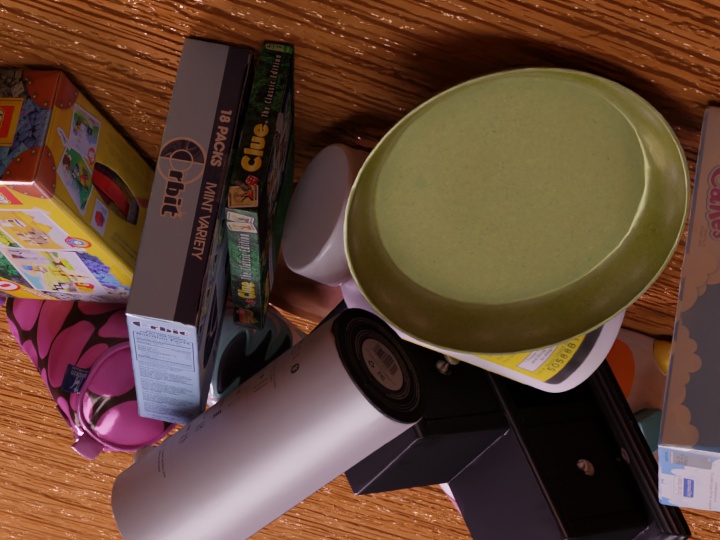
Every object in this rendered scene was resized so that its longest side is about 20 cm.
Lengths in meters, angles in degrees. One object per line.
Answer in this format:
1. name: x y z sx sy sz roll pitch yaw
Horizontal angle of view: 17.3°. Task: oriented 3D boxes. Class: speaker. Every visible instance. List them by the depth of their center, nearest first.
1. speaker: -0.058 0.106 1.423 0.200 0.082 0.081 -37 136 27

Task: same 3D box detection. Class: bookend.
1. bookend: 0.079 0.115 1.526 0.199 0.200 0.092 -3 149 -41

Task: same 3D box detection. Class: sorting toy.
1. sorting toy: 0.192 0.155 1.715 0.106 0.181 0.200 3 159 20

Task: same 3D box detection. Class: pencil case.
1. pencil case: -0.187 0.053 1.632 0.090 0.094 0.200 32 -174 -28

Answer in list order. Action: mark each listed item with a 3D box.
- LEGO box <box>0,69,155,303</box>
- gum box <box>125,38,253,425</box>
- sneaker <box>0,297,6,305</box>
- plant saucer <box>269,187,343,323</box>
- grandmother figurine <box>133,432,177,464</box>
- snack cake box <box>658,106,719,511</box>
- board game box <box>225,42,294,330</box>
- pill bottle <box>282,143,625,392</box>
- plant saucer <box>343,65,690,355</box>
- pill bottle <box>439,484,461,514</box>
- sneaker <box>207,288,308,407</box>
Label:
1. LEGO box: -0.220 -0.052 1.516 0.148 0.078 0.200 3 159 21
2. gum box: -0.100 -0.017 1.413 0.044 0.171 0.200 11 161 0
3. sneaker: -0.344 0.034 1.796 0.199 0.089 0.080 -7 152 38
4. plant saucer: 0.000 0.000 1.605 0.198 0.038 0.200 9 161 3
5. grandmother figurine: -0.068 0.107 1.573 0.199 0.061 0.121 -22 167 -39
6. snack cake box: 0.210 0.024 1.321 0.067 0.201 0.115 7 160 11
7. board game box: -0.058 -0.046 1.411 0.023 0.106 0.200 8 159 1
8. pill bottle: 0.057 -0.005 1.450 0.199 0.112 0.111 20 158 -25
9. plant saucer: 0.086 -0.038 1.343 0.198 0.031 0.201 -6 129 -7
10. pill bottle: 0.113 0.143 1.820 0.111 0.113 0.200 4 159 17
11. sneaker: -0.108 0.038 1.657 0.140 0.078 0.200 37 179 18
